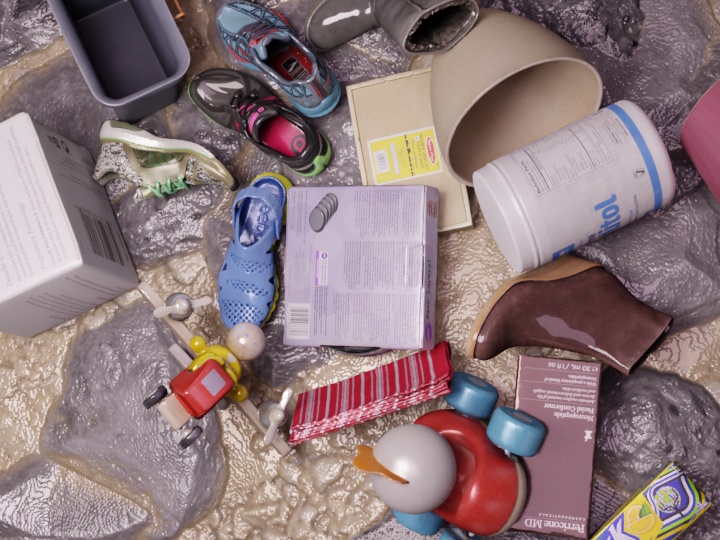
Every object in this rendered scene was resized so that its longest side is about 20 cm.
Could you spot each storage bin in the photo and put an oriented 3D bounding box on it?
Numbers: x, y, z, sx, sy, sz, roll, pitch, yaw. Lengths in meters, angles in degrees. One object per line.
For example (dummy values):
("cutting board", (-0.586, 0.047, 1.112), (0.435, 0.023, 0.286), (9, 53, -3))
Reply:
("storage bin", (-0.285, -0.285, 1.645), (0.144, 0.134, 0.202), (-26, 81, -9))

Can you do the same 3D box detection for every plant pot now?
("plant pot", (0.459, -0.126, 1.485), (0.200, 0.200, 0.179), (-41, 63, 3))

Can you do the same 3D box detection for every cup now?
("cup", (0.158, -0.216, 1.552), (0.199, 0.200, 0.144), (-31, 57, 5))

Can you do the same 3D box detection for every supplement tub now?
("supplement tub", (0.241, -0.095, 1.526), (0.198, 0.132, 0.133), (-26, 80, -3))

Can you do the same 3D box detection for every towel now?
("towel", (0.014, 0.137, 1.548), (0.198, 0.145, 0.023), (-20, 103, 8))

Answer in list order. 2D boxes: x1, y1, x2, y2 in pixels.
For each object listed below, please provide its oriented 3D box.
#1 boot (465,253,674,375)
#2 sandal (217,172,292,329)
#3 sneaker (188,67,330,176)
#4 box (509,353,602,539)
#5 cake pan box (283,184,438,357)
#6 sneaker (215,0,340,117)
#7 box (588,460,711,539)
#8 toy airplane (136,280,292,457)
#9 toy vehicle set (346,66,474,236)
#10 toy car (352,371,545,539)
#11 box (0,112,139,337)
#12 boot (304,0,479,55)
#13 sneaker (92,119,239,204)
("boot", (0.233, 0.066, 1.506), (0.166, 0.073, 0.199), (35, 57, 30))
("sandal", (-0.133, -0.023, 1.619), (0.078, 0.087, 0.203), (7, 87, 9))
("sneaker", (-0.122, -0.190, 1.635), (0.199, 0.084, 0.077), (30, 89, 11))
("box", (0.220, 0.200, 1.540), (0.099, 0.075, 0.203), (4, 86, 10))
("cake pan box", (0.000, 0.000, 1.586), (0.182, 0.052, 0.203), (-1, 85, 27))
("sneaker", (-0.104, -0.275, 1.629), (0.200, 0.096, 0.079), (40, 86, 20))
("box", (0.299, 0.305, 1.515), (0.200, 0.070, 0.064), (-45, 79, 2))
("toy airplane", (-0.164, 0.112, 1.556), (0.141, 0.200, 0.200), (-41, 51, 7))
("toy vehicle set", (0.059, -0.137, 1.627), (0.123, 0.027, 0.203), (-11, 82, 8))
("toy car", (0.066, 0.211, 1.471), (0.177, 0.198, 0.186), (37, 106, 53))
("box", (-0.399, -0.047, 1.609), (0.170, 0.199, 0.202), (-25, 78, 6))
("boot", (0.032, -0.287, 1.569), (0.181, 0.073, 0.201), (-36, 38, 6))
("sneaker", (-0.242, -0.114, 1.649), (0.198, 0.077, 0.089), (17, 76, 19))
